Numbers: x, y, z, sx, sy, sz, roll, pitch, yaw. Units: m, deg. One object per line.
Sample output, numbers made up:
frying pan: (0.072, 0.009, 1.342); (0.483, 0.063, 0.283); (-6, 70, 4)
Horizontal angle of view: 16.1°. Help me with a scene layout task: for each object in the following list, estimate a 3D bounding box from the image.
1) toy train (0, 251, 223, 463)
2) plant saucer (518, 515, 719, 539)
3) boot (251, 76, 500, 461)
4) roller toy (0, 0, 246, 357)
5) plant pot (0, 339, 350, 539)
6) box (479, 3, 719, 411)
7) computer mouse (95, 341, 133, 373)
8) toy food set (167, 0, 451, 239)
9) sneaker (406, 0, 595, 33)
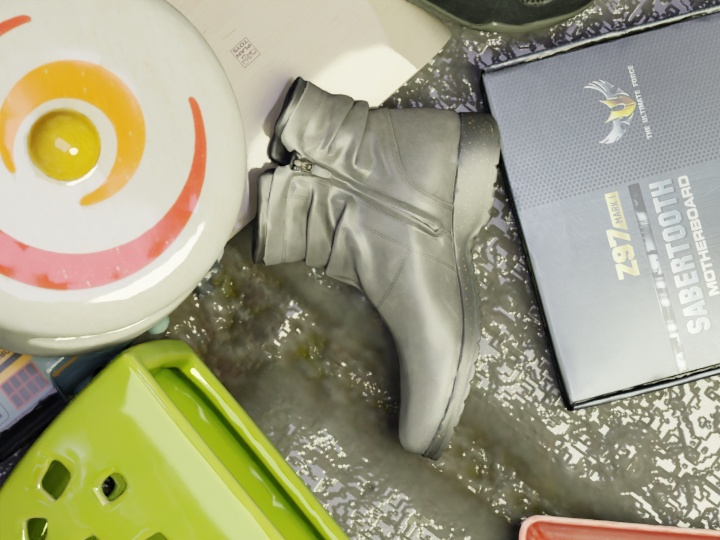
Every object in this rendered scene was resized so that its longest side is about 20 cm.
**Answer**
toy train: (-0.169, 0.012, 1.376); (0.200, 0.085, 0.114); (-39, 93, -11)
plant saucer: (0.180, 0.243, 1.412); (0.199, 0.037, 0.201); (4, 85, 1)
boot: (0.000, 0.000, 1.404); (0.131, 0.070, 0.201); (6, 84, -11)
roller toy: (-0.149, -0.055, 1.271); (0.182, 0.140, 0.201); (26, 79, -6)
plant pot: (-0.114, 0.168, 1.343); (0.181, 0.200, 0.199); (-40, 87, 3)
box: (0.166, -0.036, 1.428); (0.157, 0.051, 0.201); (-14, 85, 0)
computer mouse: (-0.239, 0.020, 1.426); (0.199, 0.046, 0.141); (-21, 85, -2)
toy food set: (-0.067, -0.122, 1.440); (0.200, 0.060, 0.144); (-42, 98, -2)
sneaker: (0.062, -0.188, 1.390); (0.199, 0.114, 0.077); (15, 71, -23)
